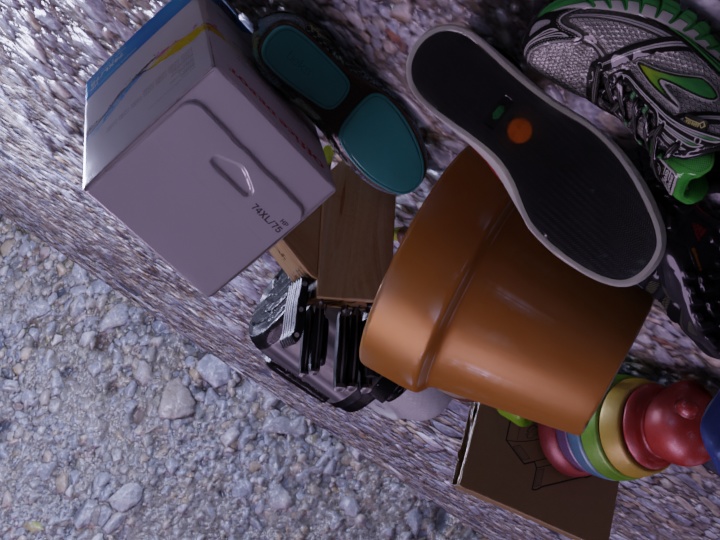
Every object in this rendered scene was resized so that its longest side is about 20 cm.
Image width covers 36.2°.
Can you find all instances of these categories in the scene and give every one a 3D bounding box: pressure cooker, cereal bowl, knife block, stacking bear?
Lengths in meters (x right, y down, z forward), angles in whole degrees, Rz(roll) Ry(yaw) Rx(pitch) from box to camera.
[{"bbox_3d":[-0.016,0.073,1.346,0.199,0.177,0.178,38,148,-17],"label":"pressure cooker"},{"bbox_3d":[0.041,0.168,1.686,0.198,0.084,0.200,31,163,10],"label":"cereal bowl"},{"bbox_3d":[0.000,0.000,0.984,0.176,0.200,0.064,50,163,-5],"label":"knife block"},{"bbox_3d":[0.278,0.154,1.098,0.122,0.114,0.199,54,153,-11],"label":"stacking bear"}]

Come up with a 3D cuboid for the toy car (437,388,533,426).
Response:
[{"bbox_3d":[0.143,0.064,1.067,0.163,0.159,0.200,30,176,28],"label":"toy car"}]

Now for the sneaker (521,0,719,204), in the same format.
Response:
[{"bbox_3d":[0.175,-0.093,0.614,0.198,0.086,0.078,29,164,22],"label":"sneaker"}]

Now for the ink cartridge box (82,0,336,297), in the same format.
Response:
[{"bbox_3d":[-0.131,-0.115,0.921,0.147,0.145,0.201,44,-165,-31],"label":"ink cartridge box"}]

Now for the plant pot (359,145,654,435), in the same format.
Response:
[{"bbox_3d":[0.125,0.030,0.877,0.182,0.202,0.201,29,164,12],"label":"plant pot"}]

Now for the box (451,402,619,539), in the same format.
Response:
[{"bbox_3d":[0.199,0.187,1.180,0.198,0.166,0.021,26,156,-21],"label":"box"}]

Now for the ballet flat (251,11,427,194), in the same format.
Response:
[{"bbox_3d":[-0.016,-0.145,0.926,0.200,0.075,0.074,46,161,-30],"label":"ballet flat"}]

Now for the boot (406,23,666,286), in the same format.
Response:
[{"bbox_3d":[0.121,-0.079,0.717,0.200,0.072,0.144,47,-164,5],"label":"boot"}]

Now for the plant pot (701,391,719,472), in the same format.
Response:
[{"bbox_3d":[0.330,0.103,0.658,0.179,0.201,0.200,28,166,47],"label":"plant pot"}]

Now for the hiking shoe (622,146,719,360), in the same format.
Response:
[{"bbox_3d":[0.222,-0.016,0.801,0.200,0.076,0.100,50,171,-24],"label":"hiking shoe"}]

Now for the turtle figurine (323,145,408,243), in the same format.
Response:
[{"bbox_3d":[-0.005,-0.060,1.127,0.198,0.065,0.162,25,162,32],"label":"turtle figurine"}]
